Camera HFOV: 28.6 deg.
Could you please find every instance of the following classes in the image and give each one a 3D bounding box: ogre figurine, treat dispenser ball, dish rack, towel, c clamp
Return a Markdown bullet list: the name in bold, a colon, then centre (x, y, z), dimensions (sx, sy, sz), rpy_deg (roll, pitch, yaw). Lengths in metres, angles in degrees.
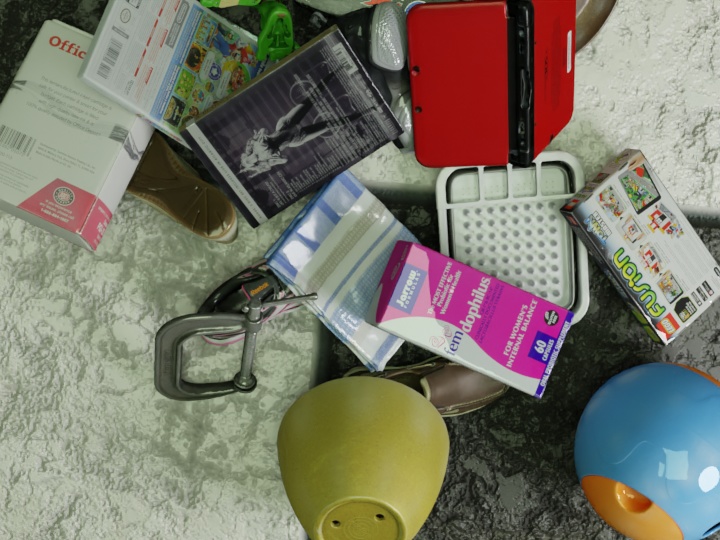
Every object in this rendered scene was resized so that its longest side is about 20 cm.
- **ogre figurine**: centre (-0.118, -0.305, 1.500), dimensions (0.199, 0.121, 0.098), rpy_deg (28, 121, -37)
- **treat dispenser ball**: centre (0.338, 0.204, 1.576), dimensions (0.198, 0.201, 0.204), rpy_deg (0, 98, -2)
- **dish rack**: centre (0.171, -0.033, 1.614), dimensions (0.169, 0.044, 0.203), rpy_deg (-5, 98, -4)
- **towel**: centre (0.000, 0.000, 1.579), dimensions (0.200, 0.024, 0.147), rpy_deg (45, 78, -26)
- **c clamp**: centre (-0.147, 0.092, 1.571), dimensions (0.169, 0.201, 0.027), rpy_deg (-2, 55, -18)

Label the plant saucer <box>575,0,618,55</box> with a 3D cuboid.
- **plant saucer**: centre (0.201, -0.312, 1.538), dimensions (0.198, 0.035, 0.202), rpy_deg (-18, 131, -23)

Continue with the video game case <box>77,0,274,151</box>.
- **video game case**: centre (-0.190, -0.215, 1.496), dimensions (0.199, 0.018, 0.145), rpy_deg (31, 69, -33)

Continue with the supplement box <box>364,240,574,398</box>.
- **supplement box**: centre (0.117, 0.051, 1.545), dimensions (0.198, 0.103, 0.102), rpy_deg (23, 89, -7)

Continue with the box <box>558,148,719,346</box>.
- **box**: centre (0.324, -0.026, 1.603), dimensions (0.110, 0.035, 0.201), rpy_deg (-40, 106, -8)

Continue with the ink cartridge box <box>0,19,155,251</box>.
- **ink cartridge box**: centre (-0.310, -0.145, 1.518), dimensions (0.145, 0.083, 0.202), rpy_deg (24, 79, 8)

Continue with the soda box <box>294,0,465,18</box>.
- **soda box**: centre (0.029, -0.293, 1.562), dimensions (0.198, 0.063, 0.072), rpy_deg (20, 97, -5)

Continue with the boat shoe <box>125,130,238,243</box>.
- **boat shoe**: centre (-0.217, -0.098, 1.576), dimensions (0.199, 0.065, 0.072), rpy_deg (37, 82, 13)

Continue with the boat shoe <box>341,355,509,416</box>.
- **boat shoe**: centre (0.076, 0.140, 1.619), dimensions (0.200, 0.075, 0.076), rpy_deg (-9, 98, -1)

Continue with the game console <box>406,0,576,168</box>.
- **game console**: centre (0.146, -0.222, 1.532), dimensions (0.118, 0.172, 0.202), rpy_deg (20, 134, 28)

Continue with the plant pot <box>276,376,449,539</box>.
- **plant pot**: centre (0.002, 0.240, 1.561), dimensions (0.197, 0.143, 0.202), rpy_deg (1, 124, 1)

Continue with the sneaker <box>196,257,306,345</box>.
- **sneaker**: centre (-0.100, 0.021, 1.581), dimensions (0.199, 0.086, 0.081), rpy_deg (-38, 85, 3)

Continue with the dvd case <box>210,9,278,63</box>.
- **dvd case**: centre (-0.146, -0.198, 1.589), dimensions (0.199, 0.022, 0.147), rpy_deg (29, 96, -5)

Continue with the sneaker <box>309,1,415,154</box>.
- **sneaker**: centre (0.006, -0.211, 1.548), dimensions (0.112, 0.076, 0.201), rpy_deg (5, 141, 20)

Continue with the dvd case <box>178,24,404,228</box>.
- **dvd case**: centre (-0.071, -0.149, 1.501), dimensions (0.199, 0.016, 0.149), rpy_deg (-32, 125, 7)
